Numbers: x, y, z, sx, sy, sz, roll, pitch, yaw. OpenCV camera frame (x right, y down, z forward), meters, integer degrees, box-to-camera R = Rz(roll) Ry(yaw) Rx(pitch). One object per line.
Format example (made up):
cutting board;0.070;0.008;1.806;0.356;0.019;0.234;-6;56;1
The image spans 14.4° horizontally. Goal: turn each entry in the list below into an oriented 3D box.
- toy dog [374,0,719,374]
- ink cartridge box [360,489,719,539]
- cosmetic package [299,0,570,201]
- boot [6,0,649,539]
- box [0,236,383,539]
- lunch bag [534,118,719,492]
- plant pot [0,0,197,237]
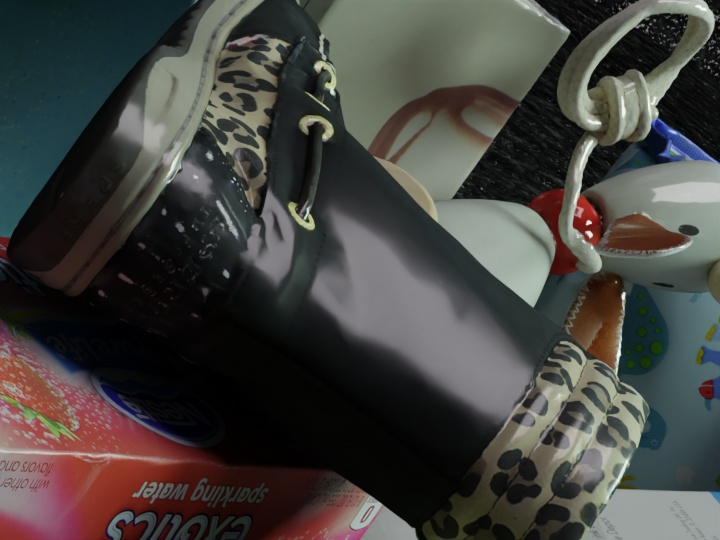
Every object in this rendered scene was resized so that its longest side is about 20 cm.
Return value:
toy dog;0.050;0.014;0.863;0.096;0.199;0.132;54;-18;33
ink cartridge box;0.060;0.119;0.838;0.199;0.068;0.116;3;23;-18
cosmetic package;-0.038;-0.033;0.916;0.087;0.200;0.103;27;16;-37
boot;-0.001;0.001;0.738;0.153;0.074;0.204;37;17;-3
box;-0.090;0.056;0.692;0.095;0.100;0.200;41;13;25
lunch bag;0.141;0.071;1.077;0.200;0.170;0.127;36;12;-7
plant pot;-0.130;-0.115;0.757;0.134;0.201;0.200;28;10;16
